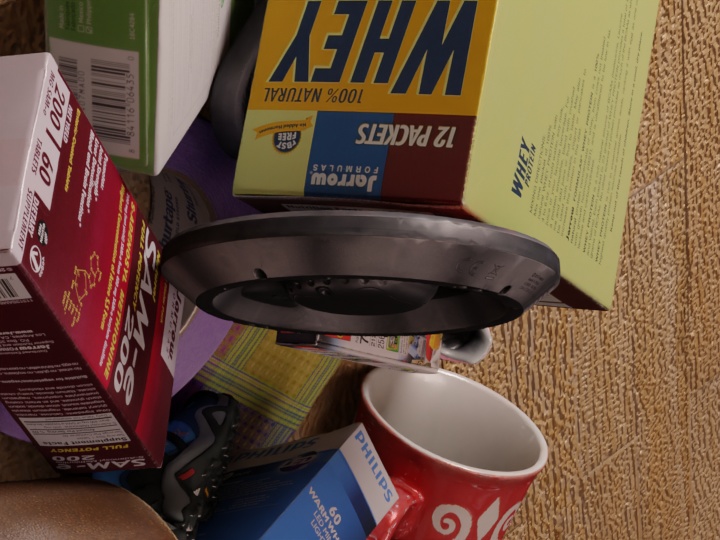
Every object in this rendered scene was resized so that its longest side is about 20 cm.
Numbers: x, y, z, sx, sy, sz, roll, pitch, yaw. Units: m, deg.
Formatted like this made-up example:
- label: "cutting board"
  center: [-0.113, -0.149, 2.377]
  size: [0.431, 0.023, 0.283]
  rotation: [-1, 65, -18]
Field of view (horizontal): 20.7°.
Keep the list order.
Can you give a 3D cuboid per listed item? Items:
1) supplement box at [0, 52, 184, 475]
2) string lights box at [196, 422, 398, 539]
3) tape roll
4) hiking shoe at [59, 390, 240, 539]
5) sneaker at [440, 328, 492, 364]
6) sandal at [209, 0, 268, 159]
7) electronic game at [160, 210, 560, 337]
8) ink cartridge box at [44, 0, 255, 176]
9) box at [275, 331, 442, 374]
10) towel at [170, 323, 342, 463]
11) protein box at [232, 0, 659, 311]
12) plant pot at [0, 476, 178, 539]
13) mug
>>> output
- label: "supplement box"
  center: [-0.144, 0.003, 0.928]
  size: [0.200, 0.060, 0.110]
  rotation: [67, 23, -55]
- label: "string lights box"
  center: [-0.070, 0.170, 1.150]
  size: [0.200, 0.102, 0.059]
  rotation: [-45, 112, -51]
- label: "tape roll"
  center: [-0.150, -0.008, 1.071]
  size: [0.199, 0.066, 0.201]
  rotation: [-26, 132, -32]
- label: "hiking shoe"
  center: [-0.122, 0.113, 1.109]
  size: [0.200, 0.086, 0.075]
  rotation: [-67, 174, -69]
- label: "sneaker"
  center: [0.027, -0.008, 1.236]
  size: [0.070, 0.082, 0.200]
  rotation: [-49, 140, -4]
- label: "sandal"
  center: [-0.037, -0.145, 1.069]
  size: [0.201, 0.043, 0.076]
  rotation: [-60, 143, -35]
- label: "electronic game"
  center: [0.000, 0.000, 0.977]
  size: [0.199, 0.199, 0.042]
  rotation: [16, 72, -49]
- label: "ink cartridge box"
  center: [-0.098, -0.142, 1.000]
  size: [0.200, 0.059, 0.105]
  rotation: [-65, 163, -56]
- label: "box"
  center: [0.011, -0.046, 1.158]
  size: [0.110, 0.035, 0.202]
  rotation: [14, 80, -46]
- label: "towel"
  center: [-0.087, 0.081, 1.233]
  size: [0.201, 0.023, 0.143]
  rotation: [-55, 142, 2]
- label: "protein box"
  center: [0.053, -0.102, 1.050]
  size: [0.200, 0.134, 0.200]
  rotation: [29, 68, -58]
- label: "plant pot"
  center: [-0.201, 0.180, 0.900]
  size: [0.199, 0.186, 0.188]
  rotation: [18, 104, -55]
- label: "mug"
  center: [0.014, 0.183, 1.330]
  size: [0.177, 0.133, 0.201]
  rotation: [-1, 122, -42]
